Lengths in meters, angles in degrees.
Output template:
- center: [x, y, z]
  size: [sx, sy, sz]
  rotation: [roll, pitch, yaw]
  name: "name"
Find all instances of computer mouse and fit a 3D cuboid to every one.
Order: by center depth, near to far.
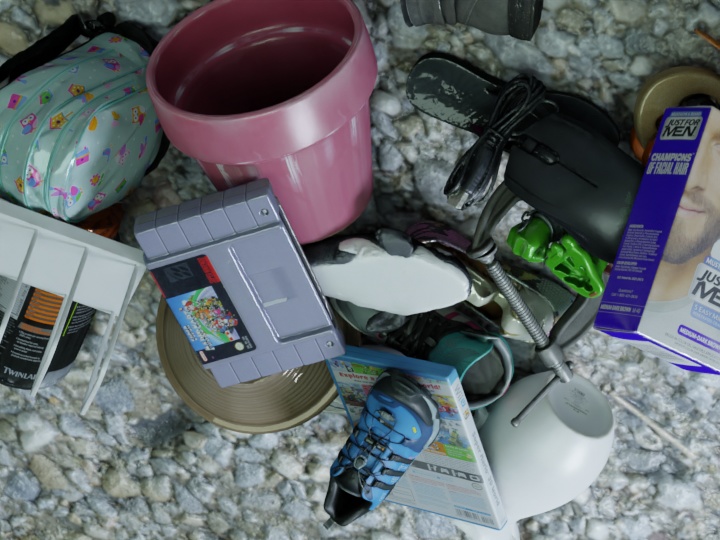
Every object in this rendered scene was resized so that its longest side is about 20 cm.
- center: [0.178, -0.076, 1.565]
  size: [0.200, 0.053, 0.139]
  rotation: [32, 86, 17]
  name: "computer mouse"

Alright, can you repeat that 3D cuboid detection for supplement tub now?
- center: [-0.309, 0.007, 1.775]
  size: [0.122, 0.123, 0.200]
  rotation: [27, 120, -3]
  name: "supplement tub"

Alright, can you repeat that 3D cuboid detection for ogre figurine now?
- center: [0.242, -0.023, 1.634]
  size: [0.200, 0.120, 0.098]
  rotation: [3, 127, 22]
  name: "ogre figurine"

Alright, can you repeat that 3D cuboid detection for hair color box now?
- center: [0.280, -0.025, 1.517]
  size: [0.109, 0.065, 0.200]
  rotation: [23, 80, -29]
  name: "hair color box"

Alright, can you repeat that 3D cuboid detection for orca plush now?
- center: [0.000, 0.000, 1.664]
  size: [0.200, 0.071, 0.105]
  rotation: [-12, 119, 9]
  name: "orca plush"

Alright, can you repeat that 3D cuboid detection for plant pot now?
- center: [-0.071, -0.128, 1.622]
  size: [0.200, 0.200, 0.179]
  rotation: [-5, 132, 15]
  name: "plant pot"
- center: [-0.103, 0.058, 1.729]
  size: [0.200, 0.093, 0.201]
  rotation: [0, 91, 7]
  name: "plant pot"

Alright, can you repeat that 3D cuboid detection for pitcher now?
- center: [0.136, 0.175, 1.770]
  size: [0.171, 0.121, 0.200]
  rotation: [28, 130, -14]
  name: "pitcher"

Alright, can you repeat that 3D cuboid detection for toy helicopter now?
- center: [0.340, -0.134, 1.600]
  size: [0.200, 0.079, 0.133]
  rotation: [10, 111, -6]
  name: "toy helicopter"

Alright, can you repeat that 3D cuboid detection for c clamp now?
- center: [0.159, 0.015, 1.667]
  size: [0.027, 0.171, 0.200]
  rotation: [6, 130, 57]
  name: "c clamp"

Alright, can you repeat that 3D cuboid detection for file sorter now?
- center: [-0.308, 0.027, 1.610]
  size: [0.200, 0.125, 0.139]
  rotation: [21, 154, -9]
  name: "file sorter"

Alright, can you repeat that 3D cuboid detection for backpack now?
- center: [-0.254, -0.128, 1.636]
  size: [0.126, 0.200, 0.167]
  rotation: [19, 119, 24]
  name: "backpack"

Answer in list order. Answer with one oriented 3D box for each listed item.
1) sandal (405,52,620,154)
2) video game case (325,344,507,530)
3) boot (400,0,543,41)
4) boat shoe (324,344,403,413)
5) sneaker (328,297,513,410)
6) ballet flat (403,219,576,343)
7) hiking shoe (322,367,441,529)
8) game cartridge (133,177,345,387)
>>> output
- center: [0.134, -0.134, 1.645]
  size: [0.200, 0.048, 0.075]
  rotation: [18, 120, 2]
  name: "sandal"
- center: [0.053, 0.157, 1.719]
  size: [0.143, 0.018, 0.200]
  rotation: [10, 136, 36]
  name: "video game case"
- center: [0.095, -0.294, 1.559]
  size: [0.131, 0.070, 0.200]
  rotation: [11, 116, 12]
  name: "boot"
- center: [-0.020, 0.110, 1.799]
  size: [0.200, 0.066, 0.072]
  rotation: [0, 86, 8]
  name: "boat shoe"
- center: [0.066, 0.067, 1.697]
  size: [0.200, 0.121, 0.084]
  rotation: [29, 97, -25]
  name: "sneaker"
- center: [0.124, 0.022, 1.718]
  size: [0.200, 0.071, 0.069]
  rotation: [30, 114, -6]
  name: "ballet flat"
- center: [0.018, 0.169, 1.672]
  size: [0.074, 0.087, 0.200]
  rotation: [31, 144, 12]
  name: "hiking shoe"
- center: [-0.105, 0.017, 1.603]
  size: [0.129, 0.038, 0.200]
  rotation: [-19, 129, 8]
  name: "game cartridge"
